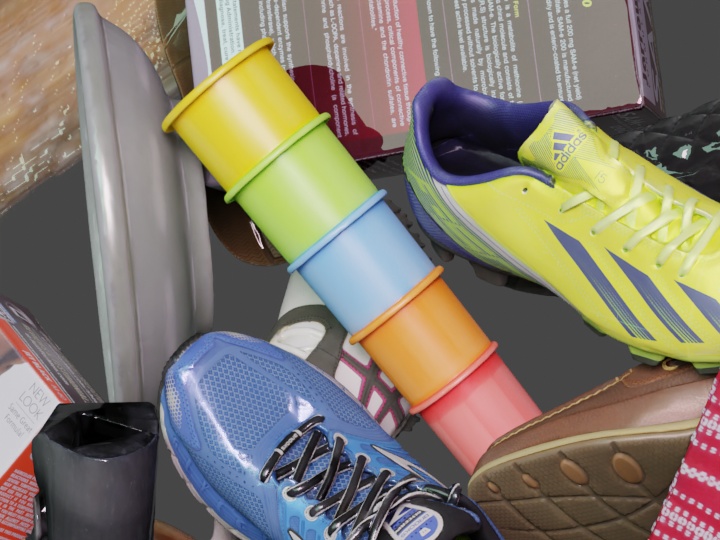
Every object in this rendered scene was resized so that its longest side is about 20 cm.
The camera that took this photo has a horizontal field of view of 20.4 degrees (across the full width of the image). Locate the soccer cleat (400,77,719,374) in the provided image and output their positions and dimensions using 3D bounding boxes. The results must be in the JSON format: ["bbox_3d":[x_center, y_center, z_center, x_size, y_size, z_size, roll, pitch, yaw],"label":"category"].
[{"bbox_3d":[0.095,-0.022,0.765,0.200,0.084,0.065,21,49,36],"label":"soccer cleat"}]

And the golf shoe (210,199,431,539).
[{"bbox_3d":[-0.017,0.053,0.859,0.077,0.088,0.201,-5,67,32],"label":"golf shoe"}]

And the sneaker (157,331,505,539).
[{"bbox_3d":[0.007,0.093,0.772,0.200,0.089,0.079,41,69,0],"label":"sneaker"}]

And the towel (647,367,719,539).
[{"bbox_3d":[0.166,0.076,0.672,0.145,0.022,0.201,42,129,37],"label":"towel"}]

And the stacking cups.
[{"bbox_3d":[0.000,0.000,0.827,0.060,0.060,0.200,-38,88,13],"label":"stacking cups"}]

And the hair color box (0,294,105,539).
[{"bbox_3d":[-0.216,0.115,0.971,0.200,0.064,0.111,-50,53,4],"label":"hair color box"}]

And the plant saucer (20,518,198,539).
[{"bbox_3d":[-0.119,0.209,0.892,0.199,0.032,0.201,-12,66,28],"label":"plant saucer"}]

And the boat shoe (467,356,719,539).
[{"bbox_3d":[0.137,0.061,0.777,0.199,0.072,0.068,-18,34,22],"label":"boat shoe"}]

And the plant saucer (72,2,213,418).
[{"bbox_3d":[-0.097,-0.021,0.900,0.050,0.200,0.201,-6,63,-8],"label":"plant saucer"}]

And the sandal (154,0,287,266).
[{"bbox_3d":[-0.050,-0.098,0.964,0.080,0.054,0.201,-13,79,19],"label":"sandal"}]

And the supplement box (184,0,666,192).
[{"bbox_3d":[0.027,-0.101,0.876,0.199,0.061,0.110,-9,82,19],"label":"supplement box"}]

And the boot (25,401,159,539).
[{"bbox_3d":[-0.100,0.162,0.765,0.165,0.065,0.201,-150,68,-69],"label":"boot"}]

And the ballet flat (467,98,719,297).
[{"bbox_3d":[0.133,-0.035,0.833,0.199,0.057,0.067,-17,102,28],"label":"ballet flat"}]
